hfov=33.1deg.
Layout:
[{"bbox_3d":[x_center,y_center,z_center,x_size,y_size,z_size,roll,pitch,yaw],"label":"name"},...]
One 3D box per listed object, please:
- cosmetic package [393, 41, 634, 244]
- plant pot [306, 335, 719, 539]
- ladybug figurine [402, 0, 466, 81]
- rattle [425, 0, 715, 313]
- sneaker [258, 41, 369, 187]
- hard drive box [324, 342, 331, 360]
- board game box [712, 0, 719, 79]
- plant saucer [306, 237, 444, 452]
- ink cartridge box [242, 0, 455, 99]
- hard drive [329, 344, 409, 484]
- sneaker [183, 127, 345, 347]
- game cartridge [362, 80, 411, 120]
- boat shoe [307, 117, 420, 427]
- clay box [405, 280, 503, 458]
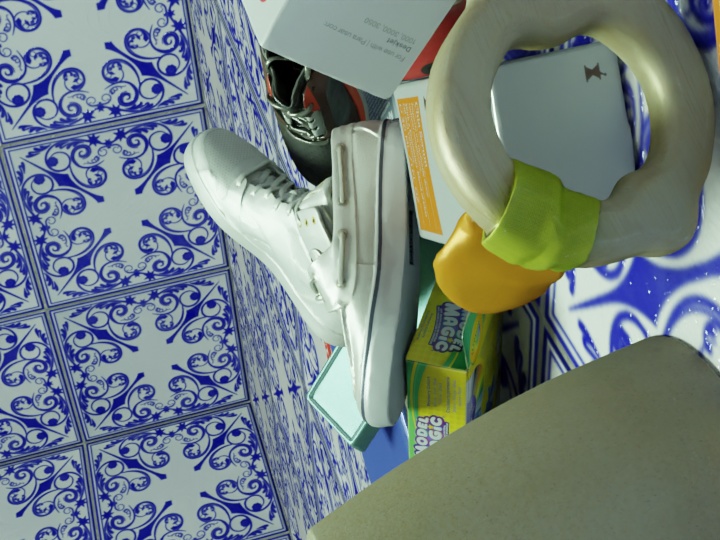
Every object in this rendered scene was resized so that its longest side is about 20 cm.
[{"bbox_3d":[0.081,-0.066,0.685,0.200,0.070,0.103,-157,55,-77],"label":"cosmetic package"},{"bbox_3d":[0.079,0.146,0.596,0.187,0.197,0.190,168,90,-80],"label":"plant pot"},{"bbox_3d":[0.030,-0.164,0.723,0.072,0.135,0.200,51,-178,-20],"label":"ladybug figurine"},{"bbox_3d":[0.081,-0.094,0.545,0.143,0.128,0.203,58,-159,-80],"label":"rattle"},{"bbox_3d":[-0.045,-0.129,0.865,0.202,0.076,0.082,82,-154,-42],"label":"sneaker"},{"bbox_3d":[0.011,0.048,1.177,0.200,0.076,0.159,-173,71,-79],"label":"hard drive box"},{"bbox_3d":[0.168,-0.006,0.434,0.103,0.019,0.203,-141,40,-72],"label":"board game box"},{"bbox_3d":[0.022,0.048,0.927,0.070,0.019,0.201,43,120,23],"label":"plant saucer"},{"bbox_3d":[0.014,-0.209,0.580,0.201,0.084,0.146,-55,38,29],"label":"ink cartridge box"},{"bbox_3d":[0.020,0.117,1.004,0.132,0.025,0.203,153,100,-70],"label":"hard drive"},{"bbox_3d":[-0.044,-0.051,0.885,0.200,0.073,0.116,48,144,9],"label":"sneaker"},{"bbox_3d":[0.014,-0.094,0.942,0.200,0.040,0.135,124,146,-54],"label":"game cartridge"},{"bbox_3d":[0.000,0.000,0.798,0.071,0.069,0.204,17,-106,-75],"label":"boat shoe"},{"bbox_3d":[0.068,0.079,0.852,0.116,0.047,0.202,-65,-23,-46],"label":"clay box"}]
